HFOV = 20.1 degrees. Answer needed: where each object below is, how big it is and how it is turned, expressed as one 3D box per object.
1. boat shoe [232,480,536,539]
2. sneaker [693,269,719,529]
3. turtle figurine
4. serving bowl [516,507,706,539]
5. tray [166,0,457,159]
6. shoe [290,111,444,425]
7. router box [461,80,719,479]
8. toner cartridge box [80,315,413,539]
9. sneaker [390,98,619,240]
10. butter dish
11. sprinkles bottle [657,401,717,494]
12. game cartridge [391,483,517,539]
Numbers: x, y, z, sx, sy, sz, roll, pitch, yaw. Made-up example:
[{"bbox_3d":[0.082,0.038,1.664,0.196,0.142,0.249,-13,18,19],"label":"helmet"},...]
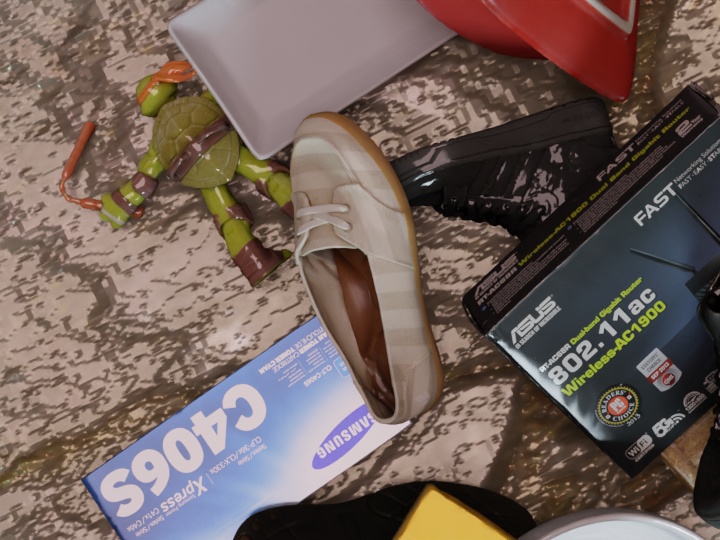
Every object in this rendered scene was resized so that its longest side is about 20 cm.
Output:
[{"bbox_3d":[0.014,0.187,1.303,0.199,0.076,0.074,-3,128,-9],"label":"boat shoe"},{"bbox_3d":[0.230,0.047,1.206,0.104,0.060,0.200,32,89,-31],"label":"sneaker"},{"bbox_3d":[-0.089,-0.081,1.317,0.200,0.064,0.161,-45,86,1],"label":"turtle figurine"},{"bbox_3d":[0.146,0.238,1.278,0.199,0.066,0.201,-3,104,-12],"label":"serving bowl"},{"bbox_3d":[-0.017,-0.162,1.310,0.200,0.022,0.108,-34,86,-18],"label":"tray"},{"bbox_3d":[0.000,0.000,1.253,0.070,0.053,0.201,-15,96,35],"label":"shoe"},{"bbox_3d":[0.185,0.008,1.253,0.200,0.062,0.150,-44,114,7],"label":"router box"},{"bbox_3d":[-0.073,0.116,1.320,0.200,0.043,0.095,-35,88,1],"label":"toner cartridge box"},{"bbox_3d":[0.109,-0.043,1.295,0.199,0.060,0.105,-18,86,-9],"label":"sneaker"},{"bbox_3d":[0.082,-0.218,1.269,0.147,0.200,0.201,-5,70,35],"label":"butter dish"},{"bbox_3d":[0.279,0.068,1.288,0.200,0.068,0.068,-43,86,1],"label":"sprinkles bottle"},{"bbox_3d":[0.059,0.256,1.197,0.176,0.032,0.201,33,88,4],"label":"game cartridge"}]
